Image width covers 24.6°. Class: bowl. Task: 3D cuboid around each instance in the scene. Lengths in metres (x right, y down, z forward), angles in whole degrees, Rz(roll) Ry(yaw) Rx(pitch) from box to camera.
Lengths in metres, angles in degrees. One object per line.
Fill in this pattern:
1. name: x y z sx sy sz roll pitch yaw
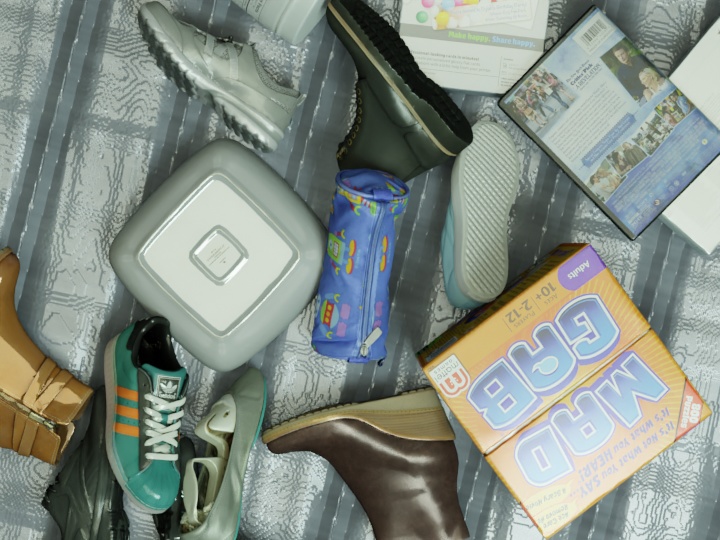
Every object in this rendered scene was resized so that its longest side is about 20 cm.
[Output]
1. bowl: -0.142 -0.016 1.698 0.200 0.075 0.200 45 89 -1

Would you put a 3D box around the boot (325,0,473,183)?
1. boot: 0.000 -0.167 1.674 0.138 0.077 0.200 -37 94 28

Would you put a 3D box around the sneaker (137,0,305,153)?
1. sneaker: -0.145 -0.213 1.706 0.200 0.075 0.082 42 76 -7

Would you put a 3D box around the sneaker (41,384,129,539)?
1. sneaker: -0.283 0.218 1.704 0.090 0.076 0.202 5 86 11

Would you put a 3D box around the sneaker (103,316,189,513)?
1. sneaker: -0.210 0.139 1.652 0.071 0.080 0.201 9 56 -38

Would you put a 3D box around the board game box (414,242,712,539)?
1. board game box: 0.193 0.110 1.632 0.199 0.200 0.200 -37 91 1

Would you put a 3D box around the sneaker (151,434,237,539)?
1. sneaker: -0.172 0.270 1.712 0.079 0.075 0.202 -2 87 -25

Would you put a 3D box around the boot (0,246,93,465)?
1. boot: -0.345 0.091 1.690 0.154 0.077 0.201 24 96 8

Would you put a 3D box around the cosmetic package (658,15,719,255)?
1. cosmetic package: 0.363 -0.140 1.703 0.151 0.052 0.200 41 91 -1

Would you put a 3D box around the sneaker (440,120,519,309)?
1. sneaker: 0.112 -0.055 1.699 0.073 0.082 0.202 18 66 -20

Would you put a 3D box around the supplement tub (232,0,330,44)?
1. supplement tub: -0.109 -0.338 1.666 0.199 0.132 0.132 36 91 0

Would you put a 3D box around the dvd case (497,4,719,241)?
1. dvd case: 0.256 -0.150 1.675 0.143 0.018 0.200 -45 87 2

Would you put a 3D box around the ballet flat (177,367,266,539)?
1. ballet flat: -0.142 0.185 1.670 0.063 0.067 0.202 24 63 -30

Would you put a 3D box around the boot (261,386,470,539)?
1. boot: 0.007 0.218 1.698 0.198 0.072 0.168 -10 88 -3

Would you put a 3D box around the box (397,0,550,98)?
1. box: 0.120 -0.284 1.710 0.154 0.041 0.202 7 89 0

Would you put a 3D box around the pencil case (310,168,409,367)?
1. pencil case: 0.000 0.000 1.667 0.077 0.087 0.202 -1 110 -25
